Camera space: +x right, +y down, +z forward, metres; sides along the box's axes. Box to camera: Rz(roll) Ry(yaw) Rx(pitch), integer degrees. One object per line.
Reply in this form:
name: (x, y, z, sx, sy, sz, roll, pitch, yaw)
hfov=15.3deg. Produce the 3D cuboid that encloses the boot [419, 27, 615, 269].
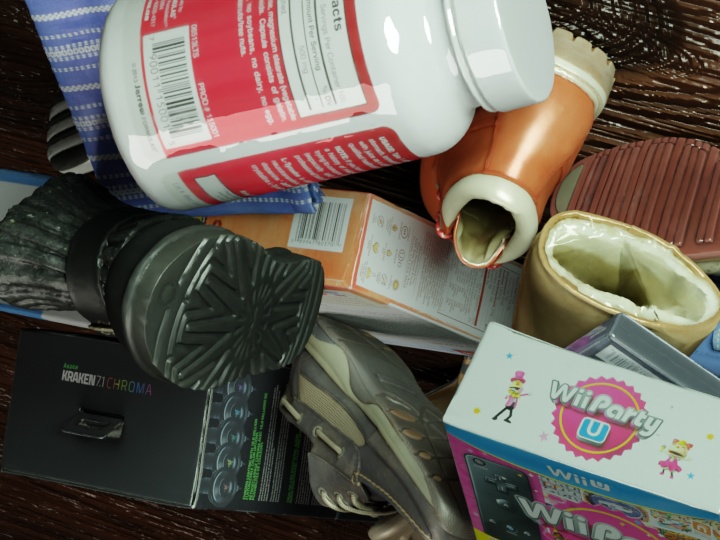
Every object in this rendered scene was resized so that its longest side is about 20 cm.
boot: (0.062, -0.043, 1.393, 0.075, 0.108, 0.200, 24, 159, -4)

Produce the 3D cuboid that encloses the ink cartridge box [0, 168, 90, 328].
ink cartridge box: (-0.122, -0.001, 1.606, 0.144, 0.084, 0.200, 8, 177, 35)

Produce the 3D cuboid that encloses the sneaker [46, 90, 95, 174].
sneaker: (-0.076, -0.086, 1.507, 0.115, 0.076, 0.199, 19, 159, -40)

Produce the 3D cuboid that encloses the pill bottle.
pill bottle: (-0.015, -0.101, 1.282, 0.199, 0.113, 0.112, -11, 143, 20)

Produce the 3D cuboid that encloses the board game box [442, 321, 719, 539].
board game box: (0.129, 0.122, 1.349, 0.147, 0.064, 0.200, 18, 151, 22)

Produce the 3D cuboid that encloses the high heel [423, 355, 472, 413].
high heel: (0.043, 0.081, 1.709, 0.199, 0.072, 0.142, -12, 147, 31)

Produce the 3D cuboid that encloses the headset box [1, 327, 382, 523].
headset box: (-0.099, 0.096, 1.660, 0.173, 0.093, 0.199, 7, 177, 40)

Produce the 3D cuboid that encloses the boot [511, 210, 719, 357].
boot: (0.150, 0.057, 1.388, 0.174, 0.066, 0.200, 18, 153, -2)

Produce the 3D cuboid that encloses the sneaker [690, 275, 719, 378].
sneaker: (0.193, 0.024, 1.452, 0.199, 0.074, 0.082, 21, 156, -8)

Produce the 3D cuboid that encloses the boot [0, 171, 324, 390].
boot: (-0.123, 0.000, 1.360, 0.157, 0.080, 0.211, 20, -179, 18)

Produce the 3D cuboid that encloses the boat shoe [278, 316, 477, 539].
boat shoe: (0.013, 0.103, 1.486, 0.074, 0.074, 0.200, 23, -163, -31)

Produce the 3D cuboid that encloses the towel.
towel: (-0.108, -0.113, 1.398, 0.144, 0.024, 0.201, -2, 121, 33)

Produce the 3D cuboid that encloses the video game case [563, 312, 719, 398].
video game case: (0.143, 0.094, 1.375, 0.142, 0.019, 0.200, 34, 154, -8)

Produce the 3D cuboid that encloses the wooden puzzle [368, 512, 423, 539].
wooden puzzle: (0.105, 0.132, 1.579, 0.037, 0.185, 0.200, 48, 176, 37)

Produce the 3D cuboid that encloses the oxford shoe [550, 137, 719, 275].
oxford shoe: (0.190, -0.017, 1.361, 0.199, 0.071, 0.075, 9, 155, 34)

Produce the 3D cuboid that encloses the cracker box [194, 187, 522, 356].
cracker box: (0.000, 0.000, 1.533, 0.133, 0.058, 0.200, 7, 170, 34)
